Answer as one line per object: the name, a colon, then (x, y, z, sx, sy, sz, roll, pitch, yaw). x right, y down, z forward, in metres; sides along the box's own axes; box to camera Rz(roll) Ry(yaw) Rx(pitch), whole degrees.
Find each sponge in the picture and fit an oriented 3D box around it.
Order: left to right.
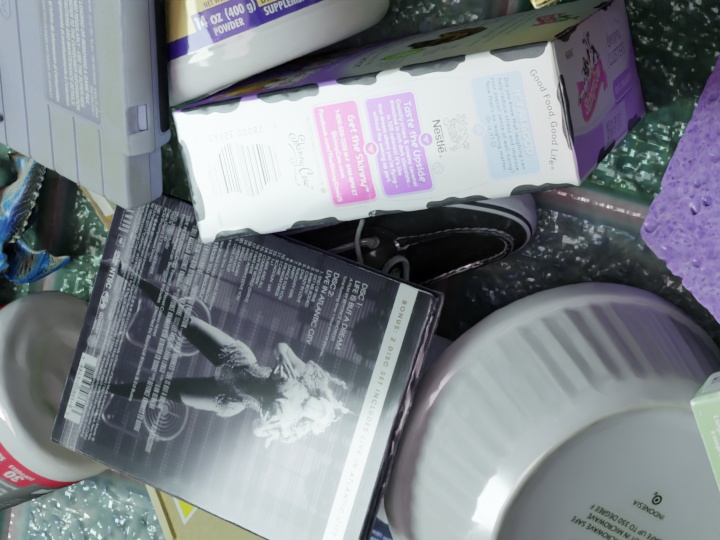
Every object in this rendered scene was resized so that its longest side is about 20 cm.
sponge: (0.212, -0.075, 0.947, 0.030, 0.112, 0.201, 9, 115, -28)

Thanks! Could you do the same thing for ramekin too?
ramekin: (0.120, 0.115, 0.981, 0.201, 0.094, 0.204, -8, 116, -17)

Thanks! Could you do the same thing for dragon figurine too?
dragon figurine: (-0.211, -0.017, 1.115, 0.199, 0.059, 0.100, -14, 91, 47)

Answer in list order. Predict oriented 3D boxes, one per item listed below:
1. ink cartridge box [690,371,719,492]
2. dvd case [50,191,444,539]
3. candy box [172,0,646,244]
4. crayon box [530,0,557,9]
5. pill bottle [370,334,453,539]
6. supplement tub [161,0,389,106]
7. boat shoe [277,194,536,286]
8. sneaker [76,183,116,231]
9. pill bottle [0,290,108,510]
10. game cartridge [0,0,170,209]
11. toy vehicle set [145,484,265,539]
ink cartridge box: (0.269, 0.096, 0.868, 0.199, 0.048, 0.147, -17, 96, 27)
dvd case: (-0.063, 0.052, 0.992, 0.199, 0.016, 0.150, 20, 96, 28)
candy box: (0.031, -0.080, 0.973, 0.199, 0.168, 0.072, -8, 102, 22)
crayon box: (0.176, -0.197, 0.884, 0.199, 0.172, 0.059, -26, 95, 24)
pill bottle: (0.000, 0.134, 1.075, 0.111, 0.111, 0.200, 41, 114, 5)
supplement tub: (-0.082, -0.201, 0.992, 0.145, 0.145, 0.201, -18, 99, 23)
boat shoe: (-0.001, -0.002, 1.030, 0.198, 0.068, 0.074, -5, 145, -1)
sneaker: (-0.145, -0.109, 1.083, 0.090, 0.067, 0.201, -31, 110, -4)
pill bottle: (-0.233, 0.092, 1.139, 0.199, 0.111, 0.111, -23, 96, 39)
game cartridge: (-0.148, -0.142, 0.960, 0.129, 0.038, 0.201, 24, 127, 33)
toy vehicle set: (-0.075, 0.092, 1.069, 0.124, 0.026, 0.201, -51, 44, 25)
